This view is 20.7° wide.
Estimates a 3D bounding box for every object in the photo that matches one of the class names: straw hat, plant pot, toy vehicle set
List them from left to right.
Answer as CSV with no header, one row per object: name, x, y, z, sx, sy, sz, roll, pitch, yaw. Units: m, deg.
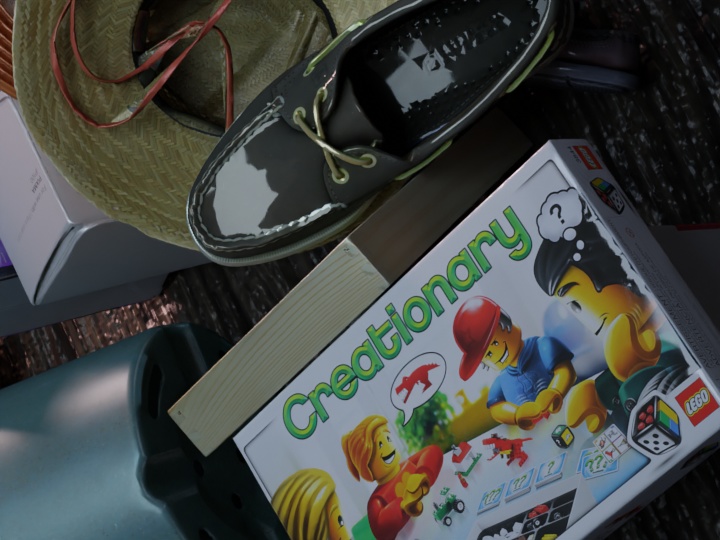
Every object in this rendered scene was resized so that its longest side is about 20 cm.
plant pot,-0.140,0.132,1.016,0.195,0.200,0.202,-27,74,25
straw hat,-0.058,-0.107,0.928,0.199,0.085,0.203,0,98,-1
toy vehicle set,0.000,0.000,0.897,0.027,0.200,0.124,47,120,0

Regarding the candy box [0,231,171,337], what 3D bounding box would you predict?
candy box,-0.210,-0.067,1.063,0.201,0.167,0.072,61,143,19

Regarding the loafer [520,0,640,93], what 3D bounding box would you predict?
loafer,0.047,-0.126,0.940,0.199,0.072,0.064,14,94,39

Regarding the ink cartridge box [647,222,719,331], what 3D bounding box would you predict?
ink cartridge box,0.084,0.067,0.863,0.200,0.145,0.084,-39,72,30

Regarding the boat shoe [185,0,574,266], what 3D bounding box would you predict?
boat shoe,0.004,-0.071,0.855,0.201,0.060,0.072,-35,88,6

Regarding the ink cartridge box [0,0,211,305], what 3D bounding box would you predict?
ink cartridge box,-0.137,-0.096,1.020,0.201,0.145,0.083,62,143,19

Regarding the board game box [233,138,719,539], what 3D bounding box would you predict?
board game box,0.048,0.060,0.777,0.200,0.034,0.127,-44,68,28

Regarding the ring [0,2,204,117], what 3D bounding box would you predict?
ring,-0.127,-0.158,0.996,0.202,0.199,0.019,61,147,19
